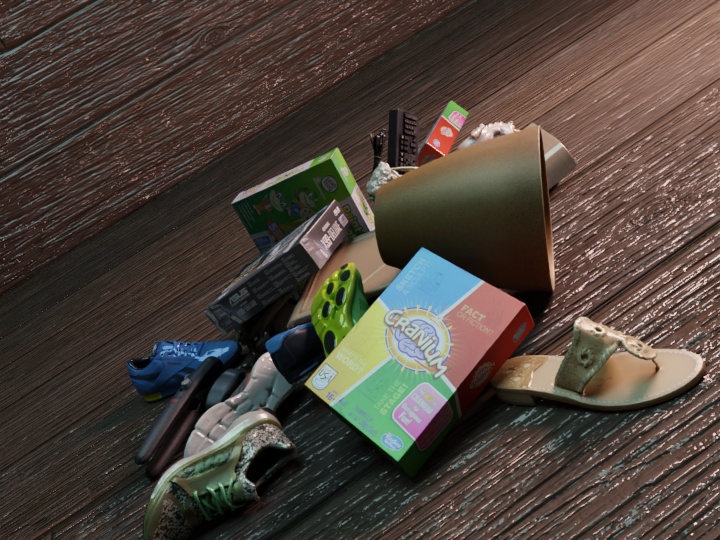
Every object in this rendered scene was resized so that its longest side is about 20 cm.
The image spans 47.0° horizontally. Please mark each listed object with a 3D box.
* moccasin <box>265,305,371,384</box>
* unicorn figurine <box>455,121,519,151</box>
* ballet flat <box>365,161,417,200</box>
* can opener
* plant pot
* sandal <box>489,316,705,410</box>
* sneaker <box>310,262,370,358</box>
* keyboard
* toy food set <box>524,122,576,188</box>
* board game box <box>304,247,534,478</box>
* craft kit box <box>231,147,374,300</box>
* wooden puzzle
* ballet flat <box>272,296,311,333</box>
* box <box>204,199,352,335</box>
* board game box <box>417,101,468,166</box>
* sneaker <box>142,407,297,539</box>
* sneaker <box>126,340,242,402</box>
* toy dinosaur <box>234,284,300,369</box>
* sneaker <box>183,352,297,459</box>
[{"bbox_3d":[-0.041,0.096,1.058,0.198,0.069,0.080,-17,-8,-44],"label":"moccasin"},{"bbox_3d":[0.200,-0.207,1.436,0.198,0.075,0.137,-30,8,18],"label":"unicorn figurine"},{"bbox_3d":[0.106,-0.111,1.193,0.196,0.073,0.072,16,26,-1],"label":"ballet flat"},{"bbox_3d":[-0.239,0.193,1.127,0.078,0.064,0.200,-11,27,41],"label":"can opener"},{"bbox_3d":[0.120,-0.063,0.969,0.196,0.189,0.187,-4,27,15],"label":"plant pot"},{"bbox_3d":[0.201,0.079,0.766,0.209,0.070,0.078,-11,27,43],"label":"sandal"},{"bbox_3d":[-0.007,0.078,0.988,0.074,0.083,0.202,-34,43,23],"label":"sneaker"},{"bbox_3d":[0.056,-0.149,1.288,0.020,0.204,0.126,2,2,38],"label":"keyboard"},{"bbox_3d":[0.245,-0.148,1.284,0.143,0.061,0.200,-39,17,10],"label":"toy food set"},{"bbox_3d":[0.058,0.087,0.852,0.152,0.040,0.200,30,73,41],"label":"board game box"},{"bbox_3d":[-0.073,-0.062,1.300,0.195,0.202,0.049,-22,21,24],"label":"craft kit box"},{"bbox_3d":[0.000,0.000,1.132,0.198,0.037,0.186,-26,23,24],"label":"wooden puzzle"},{"bbox_3d":[-0.111,0.071,1.256,0.069,0.070,0.200,-33,18,-10],"label":"ballet flat"},{"bbox_3d":[-0.116,-0.004,1.195,0.199,0.050,0.158,-33,12,29],"label":"box"},{"bbox_3d":[0.116,-0.194,1.457,0.154,0.040,0.201,-56,3,36],"label":"board game box"},{"bbox_3d":[-0.149,0.233,0.901,0.200,0.078,0.088,-42,31,-23],"label":"sneaker"},{"bbox_3d":[-0.280,0.140,1.291,0.197,0.079,0.066,-21,19,20],"label":"sneaker"},{"bbox_3d":[-0.141,0.091,1.199,0.047,0.090,0.199,8,-26,-34],"label":"toy dinosaur"},{"bbox_3d":[-0.148,0.189,1.031,0.200,0.077,0.082,-46,-3,-41],"label":"sneaker"}]
